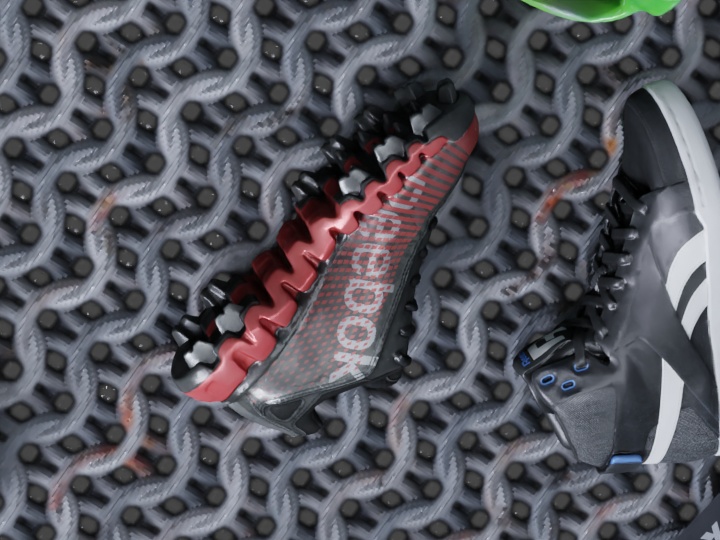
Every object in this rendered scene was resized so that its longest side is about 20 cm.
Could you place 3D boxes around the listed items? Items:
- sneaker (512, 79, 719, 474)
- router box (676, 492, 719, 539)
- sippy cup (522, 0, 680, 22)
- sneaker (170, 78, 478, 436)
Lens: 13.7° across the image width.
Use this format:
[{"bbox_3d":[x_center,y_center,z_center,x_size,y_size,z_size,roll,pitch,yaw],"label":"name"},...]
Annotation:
[{"bbox_3d":[0.126,0.012,1.485,0.111,0.073,0.201,-14,110,-9],"label":"sneaker"},{"bbox_3d":[0.266,0.141,1.529,0.157,0.052,0.200,30,116,-22],"label":"router box"},{"bbox_3d":[0.123,-0.210,1.397,0.130,0.140,0.178,33,85,-8],"label":"sippy cup"},{"bbox_3d":[0.000,0.000,1.458,0.098,0.071,0.201,38,98,-18],"label":"sneaker"}]
